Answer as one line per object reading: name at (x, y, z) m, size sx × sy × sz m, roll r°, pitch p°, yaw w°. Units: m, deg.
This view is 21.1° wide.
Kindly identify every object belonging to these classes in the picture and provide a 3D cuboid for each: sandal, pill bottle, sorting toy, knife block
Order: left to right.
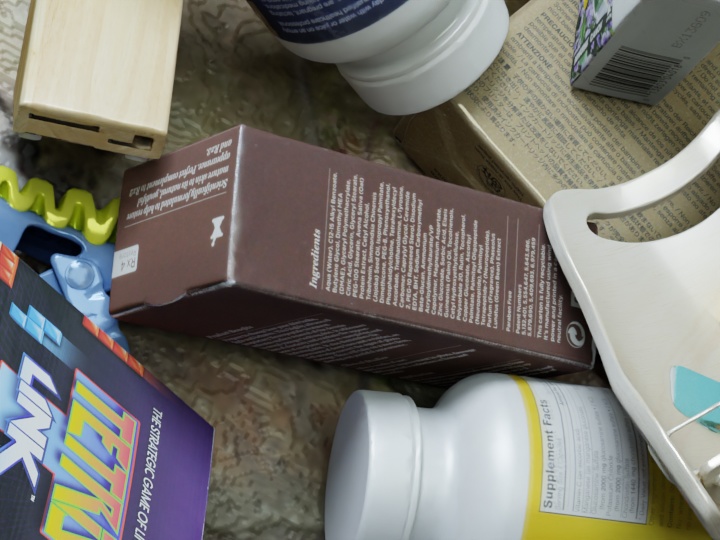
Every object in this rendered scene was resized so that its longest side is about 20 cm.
sandal at (-0.166, 0.000, 0.860) m, size 0.200 × 0.079 × 0.087 m, roll 14°, pitch 74°, yaw -9°
knife block at (-0.111, -0.151, 0.873) m, size 0.064 × 0.200 × 0.176 m, roll 10°, pitch 100°, yaw -12°
pill bottle at (-0.016, -0.164, 0.857) m, size 0.200 × 0.111 × 0.111 m, roll 50°, pitch 61°, yaw -38°
pill bottle at (0.090, 0.106, 0.877) m, size 0.200 × 0.112 × 0.112 m, roll 8°, pitch 71°, yaw -13°
sorting toy at (0.175, 0.007, 0.835) m, size 0.200 × 0.107 × 0.180 m, roll -28°, pitch 62°, yaw -12°

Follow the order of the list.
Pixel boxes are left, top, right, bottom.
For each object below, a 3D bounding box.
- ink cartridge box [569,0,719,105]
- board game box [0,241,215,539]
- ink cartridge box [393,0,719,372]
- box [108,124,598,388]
ink cartridge box at (0.147, -0.191, 0.910) m, size 0.050 × 0.109 × 0.200 m, roll 12°, pitch 69°, yaw -11°
board game box at (-0.137, 0.085, 0.754) m, size 0.165 × 0.057 × 0.200 m, roll 42°, pitch 23°, yaw -23°
ink cartridge box at (0.144, -0.053, 0.963) m, size 0.165 × 0.075 × 0.200 m, roll -39°, pitch 86°, yaw -24°
box at (0.000, 0.000, 0.857) m, size 0.200 × 0.100 × 0.075 m, roll 12°, pitch 74°, yaw -35°
